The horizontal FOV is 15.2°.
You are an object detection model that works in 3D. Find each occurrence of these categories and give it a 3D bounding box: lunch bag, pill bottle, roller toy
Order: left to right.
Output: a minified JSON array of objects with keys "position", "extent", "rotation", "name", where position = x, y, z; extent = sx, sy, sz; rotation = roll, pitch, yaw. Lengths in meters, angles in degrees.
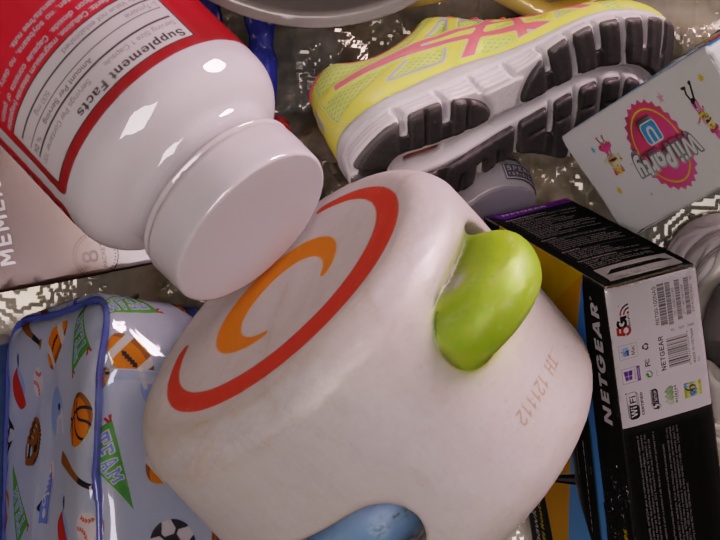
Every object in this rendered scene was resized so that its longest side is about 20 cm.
[{"position":[-0.127,0.107,1.326],"extent":[0.075,0.160,0.201],"rotation":[7,78,-26],"name":"lunch bag"},{"position":[-0.112,-0.083,1.227],"extent":[0.112,0.112,0.200],"rotation":[-47,67,5],"name":"pill bottle"},{"position":[0.006,0.061,1.216],"extent":[0.182,0.200,0.140],"rotation":[-45,109,-6],"name":"roller toy"}]

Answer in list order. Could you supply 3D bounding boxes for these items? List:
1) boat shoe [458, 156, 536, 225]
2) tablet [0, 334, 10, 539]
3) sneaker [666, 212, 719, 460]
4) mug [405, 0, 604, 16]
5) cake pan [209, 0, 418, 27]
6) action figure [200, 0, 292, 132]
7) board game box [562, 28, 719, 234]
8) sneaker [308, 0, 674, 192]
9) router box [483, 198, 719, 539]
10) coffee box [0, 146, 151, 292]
[{"position":[0.000,0.000,1.370],"extent":[0.200,0.069,0.057],"rotation":[-37,57,10],"name":"boat shoe"},{"position":[-0.192,0.137,1.349],"extent":[0.014,0.130,0.201],"rotation":[-1,94,10],"name":"tablet"},{"position":[0.182,0.074,1.341],"extent":[0.077,0.099,0.201],"rotation":[-7,93,3],"name":"sneaker"},{"position":[0.048,-0.199,1.313],"extent":[0.186,0.149,0.153],"rotation":[41,103,6],"name":"mug"},{"position":[-0.023,-0.212,1.234],"extent":[0.199,0.037,0.201],"rotation":[3,110,8],"name":"cake pan"},{"position":[-0.064,-0.083,1.333],"extent":[0.065,0.099,0.201],"rotation":[-6,86,5],"name":"action figure"},{"position":[0.212,-0.104,1.266],"extent":[0.200,0.147,0.064],"rotation":[-35,92,-26],"name":"board game box"},{"position":[0.063,-0.098,1.321],"extent":[0.199,0.090,0.079],"rotation":[-17,131,-26],"name":"sneaker"},{"position":[0.120,0.079,1.297],"extent":[0.051,0.149,0.201],"rotation":[-14,107,-16],"name":"router box"},{"position":[-0.163,-0.094,1.357],"extent":[0.114,0.080,0.201],"rotation":[-10,92,5],"name":"coffee box"}]
